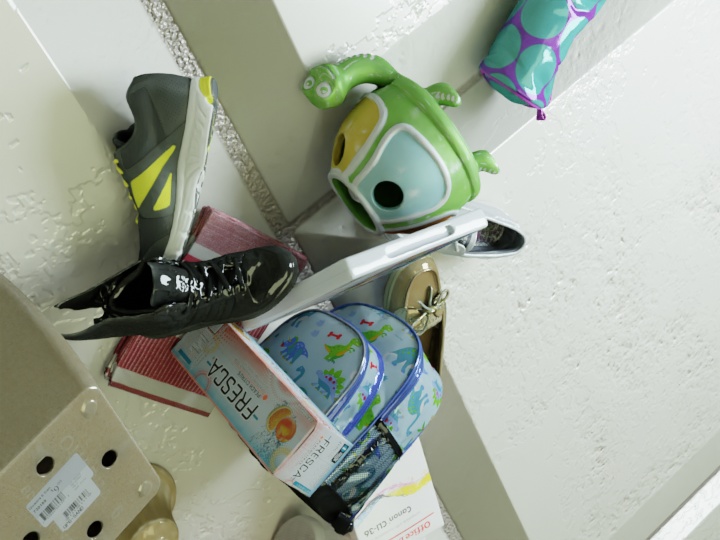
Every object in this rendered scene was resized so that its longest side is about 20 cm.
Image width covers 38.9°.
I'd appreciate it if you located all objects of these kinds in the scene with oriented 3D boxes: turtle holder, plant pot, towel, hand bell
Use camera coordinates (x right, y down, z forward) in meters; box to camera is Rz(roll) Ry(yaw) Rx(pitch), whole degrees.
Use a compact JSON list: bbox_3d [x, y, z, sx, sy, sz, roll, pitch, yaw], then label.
[{"bbox_3d":[0.033,-0.118,0.989,0.131,0.141,0.186,-40,133,-10],"label":"turtle holder"},{"bbox_3d":[-0.286,0.155,0.839,0.200,0.176,0.201,-46,136,-27],"label":"plant pot"},{"bbox_3d":[-0.153,0.045,1.020,0.143,0.023,0.201,28,97,-45],"label":"towel"},{"bbox_3d":[-0.189,0.290,1.003,0.103,0.200,0.105,-18,125,-28],"label":"hand bell"}]

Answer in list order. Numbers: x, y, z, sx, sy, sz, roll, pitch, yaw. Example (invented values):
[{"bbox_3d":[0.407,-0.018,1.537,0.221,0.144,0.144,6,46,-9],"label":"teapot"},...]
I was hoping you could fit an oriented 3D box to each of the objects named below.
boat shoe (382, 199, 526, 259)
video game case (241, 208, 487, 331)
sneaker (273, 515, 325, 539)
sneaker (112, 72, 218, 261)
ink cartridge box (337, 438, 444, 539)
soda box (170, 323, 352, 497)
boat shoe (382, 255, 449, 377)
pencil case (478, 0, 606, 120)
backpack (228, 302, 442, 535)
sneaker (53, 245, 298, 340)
[{"bbox_3d":[0.105,-0.045,1.131,0.198,0.068,0.073,12,107,-40],"label":"boat shoe"},{"bbox_3d":[0.000,0.000,0.994,0.181,0.199,0.023,-21,86,-38],"label":"video game case"},{"bbox_3d":[-0.056,0.379,1.253,0.115,0.073,0.203,-9,116,-50],"label":"sneaker"},{"bbox_3d":[-0.181,-0.088,0.904,0.084,0.075,0.202,14,118,-8],"label":"sneaker"},{"bbox_3d":[0.024,0.266,1.199,0.116,0.067,0.202,-25,106,-25],"label":"ink cartridge box"},{"bbox_3d":[-0.096,0.118,0.953,0.064,0.200,0.068,-48,138,-1],"label":"soda box"},{"bbox_3d":[0.070,0.066,1.153,0.073,0.063,0.202,-24,136,-20],"label":"boat shoe"},{"bbox_3d":[0.209,-0.268,1.076,0.092,0.085,0.201,32,94,-15],"label":"pencil case"},{"bbox_3d":[-0.023,0.128,1.054,0.200,0.182,0.148,-44,133,-16],"label":"backpack"},{"bbox_3d":[-0.157,0.020,0.895,0.197,0.061,0.104,-19,163,7],"label":"sneaker"}]
